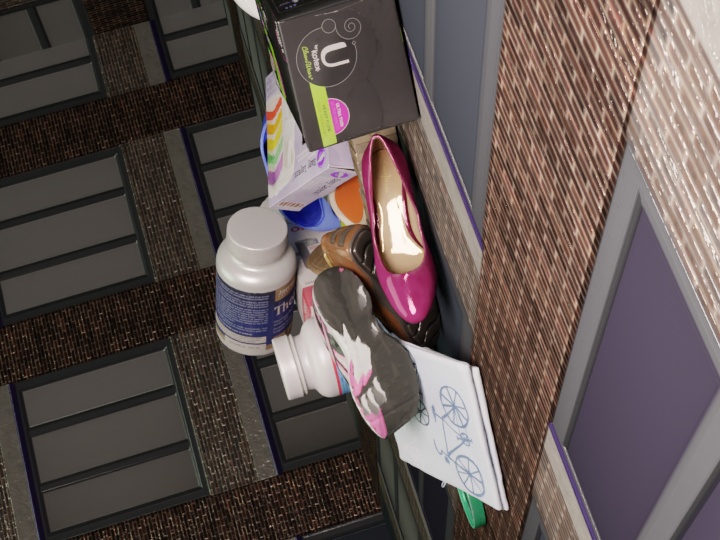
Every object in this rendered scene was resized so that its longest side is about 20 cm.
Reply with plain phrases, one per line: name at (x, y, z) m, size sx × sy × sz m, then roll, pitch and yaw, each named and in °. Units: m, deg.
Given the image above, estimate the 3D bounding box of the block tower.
block tower at (0.025, -0.106, 1.600) m, size 0.054 × 0.057 × 0.202 m, roll -118°, pitch 11°, yaw -65°

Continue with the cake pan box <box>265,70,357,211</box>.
cake pan box at (-0.061, -0.188, 1.710) m, size 0.200 × 0.052 × 0.186 m, roll -24°, pitch 67°, yaw 61°

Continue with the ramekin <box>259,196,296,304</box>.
ramekin at (-0.087, -0.039, 2.103) m, size 0.094 × 0.202 × 0.204 m, roll 0°, pitch 112°, yaw 40°

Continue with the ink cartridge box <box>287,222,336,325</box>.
ink cartridge box at (-0.024, 0.007, 1.917) m, size 0.201 × 0.144 × 0.085 m, roll -114°, pitch 15°, yaw -51°

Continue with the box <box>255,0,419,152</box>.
box at (-0.032, -0.241, 1.424) m, size 0.200 × 0.123 × 0.150 m, roll -117°, pitch 11°, yaw -59°

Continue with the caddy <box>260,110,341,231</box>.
caddy at (-0.064, -0.156, 1.898) m, size 0.105 × 0.140 × 0.202 m, roll -112°, pitch 6°, yaw -67°

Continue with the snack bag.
snack bag at (0.086, 0.167, 1.556) m, size 0.199 × 0.021 × 0.190 m, roll 17°, pitch 128°, yaw 54°

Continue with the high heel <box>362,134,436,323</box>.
high heel at (0.036, -0.046, 1.482) m, size 0.096 × 0.067 × 0.202 m, roll 58°, pitch -164°, yaw -65°

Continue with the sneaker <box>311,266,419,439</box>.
sneaker at (0.003, 0.093, 1.554) m, size 0.086 × 0.080 × 0.202 m, roll 144°, pitch 106°, yaw -75°

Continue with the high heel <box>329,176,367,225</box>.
high heel at (0.003, -0.120, 1.748) m, size 0.096 × 0.067 × 0.202 m, roll 24°, pitch -137°, yaw -47°

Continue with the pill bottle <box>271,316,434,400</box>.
pill bottle at (-0.010, 0.100, 1.767) m, size 0.109 × 0.198 × 0.110 m, roll 163°, pitch 90°, yaw -84°

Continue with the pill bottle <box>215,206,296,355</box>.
pill bottle at (-0.144, 0.013, 1.864) m, size 0.201 × 0.110 × 0.112 m, roll 97°, pitch 159°, yaw -46°

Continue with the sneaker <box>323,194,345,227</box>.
sneaker at (-0.013, -0.105, 1.823) m, size 0.201 × 0.074 × 0.081 m, roll 54°, pitch 166°, yaw -13°

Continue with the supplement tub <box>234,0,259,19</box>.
supplement tub at (-0.101, -0.380, 1.616) m, size 0.200 × 0.143 × 0.146 m, roll -116°, pitch 11°, yaw -59°

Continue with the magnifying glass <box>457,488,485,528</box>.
magnifying glass at (0.122, 0.233, 1.748) m, size 0.080 × 0.022 × 0.202 m, roll 135°, pitch 120°, yaw -84°

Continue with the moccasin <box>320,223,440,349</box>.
moccasin at (0.024, 0.026, 1.597) m, size 0.077 × 0.074 × 0.201 m, roll -1°, pitch 145°, yaw 48°

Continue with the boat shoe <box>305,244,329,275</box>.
boat shoe at (0.000, 0.000, 1.792) m, size 0.199 × 0.072 × 0.065 m, roll 6°, pitch 141°, yaw 54°
